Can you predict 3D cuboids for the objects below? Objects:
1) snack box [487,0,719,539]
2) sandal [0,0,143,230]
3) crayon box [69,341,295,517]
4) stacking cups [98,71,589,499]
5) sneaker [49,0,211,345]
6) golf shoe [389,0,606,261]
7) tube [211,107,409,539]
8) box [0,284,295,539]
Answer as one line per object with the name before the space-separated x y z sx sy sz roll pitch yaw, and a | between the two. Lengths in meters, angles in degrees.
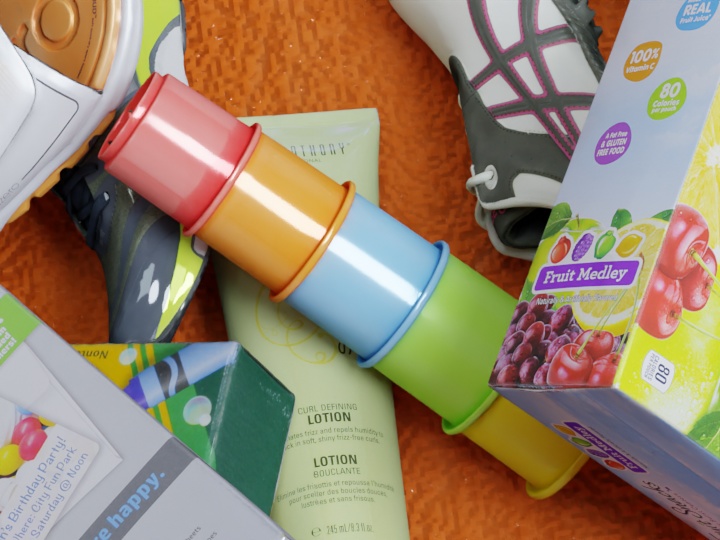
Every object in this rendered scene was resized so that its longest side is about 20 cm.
snack box | 0.149 -0.011 1.011 0.068 0.168 0.201 -2 59 51
sandal | -0.153 -0.042 1.065 0.079 0.059 0.207 45 108 24
crayon box | -0.105 0.124 1.028 0.125 0.052 0.201 -2 63 27
stacking cups | 0.000 0.000 1.060 0.200 0.060 0.061 36 69 -8
sneaker | -0.104 -0.052 1.114 0.080 0.074 0.201 0 56 -21
golf shoe | 0.061 -0.059 1.105 0.088 0.077 0.200 -42 56 -8
tube | -0.019 0.027 1.096 0.052 0.058 0.201 -30 54 34
box | -0.126 0.100 0.995 0.156 0.041 0.200 -49 51 -5
